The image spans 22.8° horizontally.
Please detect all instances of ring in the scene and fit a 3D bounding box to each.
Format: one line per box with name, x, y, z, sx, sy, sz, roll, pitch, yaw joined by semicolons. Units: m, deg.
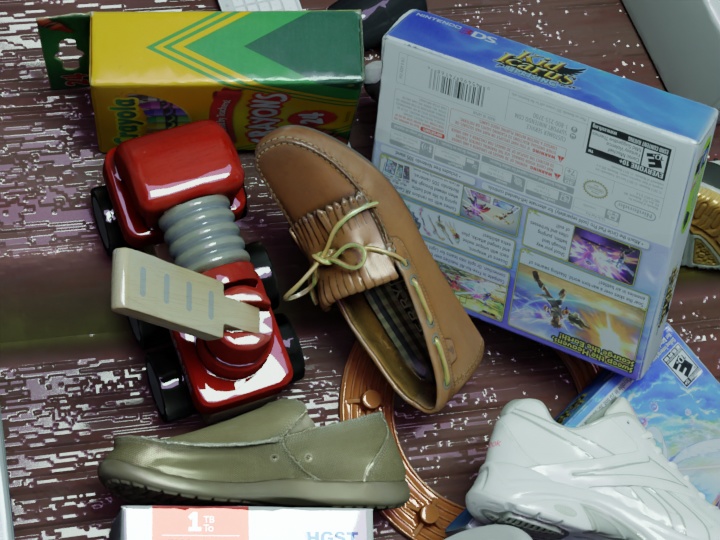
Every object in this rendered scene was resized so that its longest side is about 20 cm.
ring;0.085;0.092;1.170;0.199;0.019;0.201;3;73;-11

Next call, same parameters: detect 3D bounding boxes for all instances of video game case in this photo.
video game case;0.185;0.166;1.141;0.200;0.045;0.181;-42;93;-21
video game case;0.103;-0.046;1.097;0.199;0.182;0.045;22;41;18

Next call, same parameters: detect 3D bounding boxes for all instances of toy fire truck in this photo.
toy fire truck;-0.105;-0.009;1.066;0.128;0.200;0.177;-16;77;-16

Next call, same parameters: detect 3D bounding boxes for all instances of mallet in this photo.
mallet;0.059;-0.116;1.221;0.066;0.041;0.200;-38;88;-16

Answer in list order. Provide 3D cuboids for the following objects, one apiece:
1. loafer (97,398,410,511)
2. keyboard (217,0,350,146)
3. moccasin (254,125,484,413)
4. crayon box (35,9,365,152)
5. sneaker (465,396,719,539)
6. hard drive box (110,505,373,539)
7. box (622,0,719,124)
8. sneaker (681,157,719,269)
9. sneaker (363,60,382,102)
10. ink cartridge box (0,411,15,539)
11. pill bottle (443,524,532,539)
loafer;-0.065;0.113;1.094;0.199;0.076;0.068;7;73;-27
keyboard;-0.043;-0.109;1.209;0.056;0.011;0.201;-16;77;-15
moccasin;-0.001;0.000;1.100;0.202;0.073;0.078;60;37;-18
crayon box;-0.101;-0.118;1.133;0.199;0.127;0.051;-1;75;-5
sneaker;0.168;0.129;1.081;0.199;0.078;0.100;20;69;-12
hard drive box;-0.071;0.245;1.062;0.155;0.077;0.201;1;73;-11
box;0.268;-0.224;1.255;0.152;0.106;0.201;-20;78;-17
sneaker;0.264;-0.049;1.230;0.199;0.076;0.088;16;55;-8
sneaker;0.082;-0.070;1.167;0.199;0.077;0.082;28;104;6
ink cartridge box;-0.312;0.129;1.068;0.199;0.043;0.197;-7;75;-10
pill bottle;0.098;0.259;1.050;0.111;0.111;0.200;-37;107;-19
